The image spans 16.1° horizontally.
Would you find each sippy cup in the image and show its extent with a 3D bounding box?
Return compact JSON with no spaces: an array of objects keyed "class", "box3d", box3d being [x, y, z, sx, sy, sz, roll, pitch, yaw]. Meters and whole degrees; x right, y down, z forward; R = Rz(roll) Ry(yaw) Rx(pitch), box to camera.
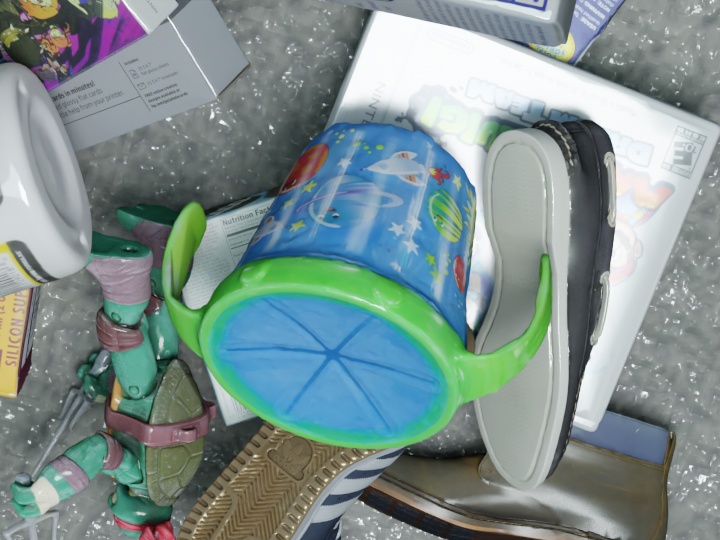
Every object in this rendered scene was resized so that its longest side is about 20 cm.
[{"class":"sippy cup","box3d":[0.000,0.000,1.295,0.178,0.131,0.140,30,143,-15]}]

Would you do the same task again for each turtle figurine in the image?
[{"class":"turtle figurine","box3d":[-0.128,0.072,1.366,0.100,0.150,0.200,8,108,0]}]

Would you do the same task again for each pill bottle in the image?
[{"class":"pill bottle","box3d":[-0.244,-0.024,1.272,0.200,0.111,0.112,-17,102,8]}]

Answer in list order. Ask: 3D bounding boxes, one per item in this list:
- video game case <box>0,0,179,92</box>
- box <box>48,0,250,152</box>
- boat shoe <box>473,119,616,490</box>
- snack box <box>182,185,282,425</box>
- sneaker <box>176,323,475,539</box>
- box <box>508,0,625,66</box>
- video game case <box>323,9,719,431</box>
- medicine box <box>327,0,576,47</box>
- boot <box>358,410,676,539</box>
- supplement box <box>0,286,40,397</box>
[{"class":"video game case","box3d":[-0.215,-0.163,1.292,0.200,0.036,0.181,-23,111,41]},{"class":"box","box3d":[-0.170,-0.160,1.321,0.156,0.041,0.200,-16,113,38]},{"class":"boat shoe","box3d":[0.101,0.018,1.346,0.060,0.074,0.200,-13,110,-36]},{"class":"snack box","box3d":[0.002,0.000,1.414,0.200,0.037,0.116,-17,101,2]},{"class":"sneaker","box3d":[-0.013,0.104,1.380,0.200,0.109,0.070,-45,70,-6]},{"class":"box","box3d":[0.122,-0.215,1.376,0.121,0.032,0.200,37,96,-8]},{"class":"video game case","box3d":[0.070,-0.031,1.380,0.200,0.024,0.182,21,98,-5]},{"class":"medicine box","box3d":[0.026,-0.226,1.301,0.200,0.103,0.183,13,88,8]},{"class":"boot","box3d":[0.081,0.110,1.439,0.200,0.075,0.097,20,77,2]},{"class":"supplement box","box3d":[-0.272,-0.007,1.379,0.199,0.086,0.111,9,102,-4]}]
